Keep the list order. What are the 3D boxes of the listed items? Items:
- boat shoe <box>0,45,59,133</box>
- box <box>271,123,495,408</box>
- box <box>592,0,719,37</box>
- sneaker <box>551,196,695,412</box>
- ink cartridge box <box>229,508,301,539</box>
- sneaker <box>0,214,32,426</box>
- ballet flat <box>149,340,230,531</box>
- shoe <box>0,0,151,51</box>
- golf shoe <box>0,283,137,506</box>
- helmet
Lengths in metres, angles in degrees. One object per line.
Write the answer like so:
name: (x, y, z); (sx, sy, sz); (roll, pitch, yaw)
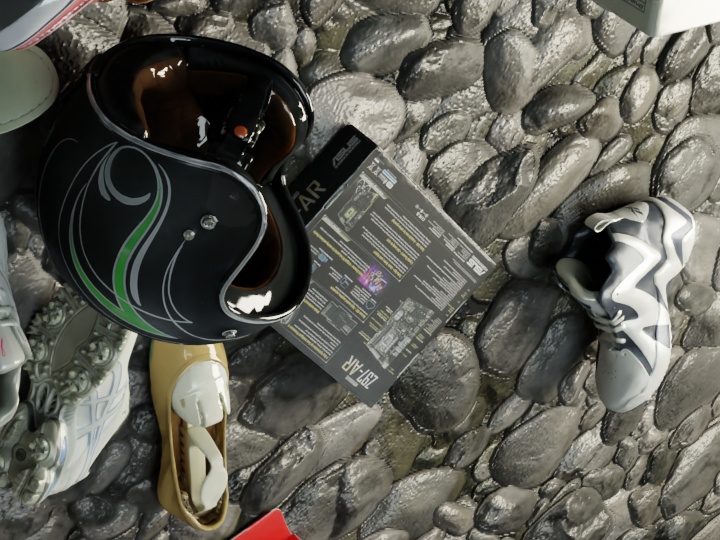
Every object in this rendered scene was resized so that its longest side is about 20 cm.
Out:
boat shoe: (-0.292, -0.107, 1.456); (0.201, 0.061, 0.072); (-17, 84, -40)
box: (0.000, 0.000, 1.772); (0.160, 0.044, 0.200); (-49, 137, 0)
box: (0.237, -0.298, 1.691); (0.109, 0.128, 0.200); (-16, 128, -31)
sneaker: (0.210, 0.033, 1.938); (0.129, 0.079, 0.199); (-3, 120, -36)
ink cartridge box: (-0.070, 0.310, 1.917); (0.116, 0.067, 0.200); (-35, 135, -14)
sneaker: (-0.262, 0.024, 1.540); (0.078, 0.099, 0.200); (-23, 131, -25)
ballet flat: (-0.124, 0.118, 1.743); (0.069, 0.063, 0.200); (-21, 130, -27)
shoe: (-0.160, -0.201, 1.483); (0.200, 0.071, 0.091); (-47, 131, -8)
golf shoe: (-0.204, 0.080, 1.661); (0.097, 0.078, 0.200); (-2, 127, -57)
helmet: (-0.124, -0.045, 1.533); (0.200, 0.200, 0.191); (-14, 138, -31)
